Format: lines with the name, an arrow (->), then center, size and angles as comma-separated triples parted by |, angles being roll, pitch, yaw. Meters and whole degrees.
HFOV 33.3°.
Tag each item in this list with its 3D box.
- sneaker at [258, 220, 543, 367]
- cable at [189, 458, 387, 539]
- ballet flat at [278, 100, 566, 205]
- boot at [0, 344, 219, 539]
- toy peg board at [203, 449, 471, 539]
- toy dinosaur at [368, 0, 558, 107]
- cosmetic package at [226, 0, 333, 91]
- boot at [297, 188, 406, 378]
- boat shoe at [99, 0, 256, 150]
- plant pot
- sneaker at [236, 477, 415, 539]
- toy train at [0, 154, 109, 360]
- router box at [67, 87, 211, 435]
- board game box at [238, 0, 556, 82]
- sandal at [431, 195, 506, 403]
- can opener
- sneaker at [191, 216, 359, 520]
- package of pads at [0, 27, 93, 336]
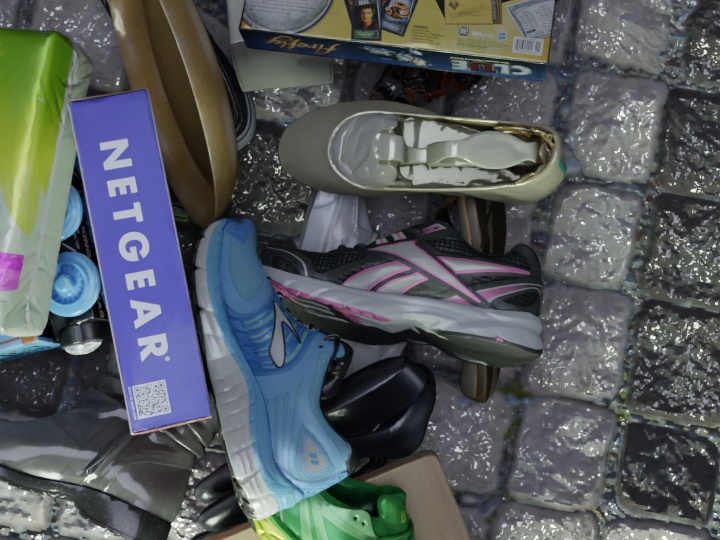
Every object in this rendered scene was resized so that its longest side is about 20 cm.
sneaker -> 0.031, 0.005, 0.823 | 0.199, 0.080, 0.087 | 13, 71, 1
cable -> -0.063, 0.188, 0.887 | 0.097, 0.050, 0.200 | 34, 76, 0
ballet flat -> 0.042, -0.082, 0.813 | 0.199, 0.069, 0.070 | 2, 86, 1
boot -> -0.203, 0.106, 0.881 | 0.199, 0.070, 0.132 | 25, 79, -6
toy peg board -> -0.009, 0.246, 0.836 | 0.198, 0.098, 0.201 | -22, 94, -3
toy dinosaur -> 0.085, -0.186, 0.873 | 0.102, 0.136, 0.200 | 28, 61, 2
cosmetic package -> -0.065, -0.243, 0.870 | 0.073, 0.104, 0.201 | -5, 78, -2
boot -> 0.000, 0.000, 0.886 | 0.095, 0.074, 0.201 | 13, 94, -6
boat shoe -> -0.148, -0.175, 0.897 | 0.069, 0.057, 0.200 | -35, 87, -3
plant pot -> -0.123, -0.127, 0.797 | 0.027, 0.200, 0.201 | -21, 86, -18
sneaker -> 0.008, 0.180, 0.749 | 0.084, 0.074, 0.200 | -42, 95, 2
toy train -> -0.245, -0.031, 0.874 | 0.114, 0.087, 0.201 | -15, 84, 6
router box -> -0.139, 0.002, 0.778 | 0.049, 0.179, 0.201 | -11, 84, -9
board game box -> 0.031, -0.203, 0.786 | 0.199, 0.035, 0.136 | 8, 79, 6
sandal -> 0.074, -0.003, 0.886 | 0.054, 0.080, 0.201 | 0, 90, 21
can opener -> -0.034, 0.120, 0.847 | 0.200, 0.063, 0.079 | -31, 118, 15
sneaker -> -0.051, 0.053, 0.745 | 0.090, 0.078, 0.201 | -12, 61, -8
package of pads -> -0.275, -0.066, 0.811 | 0.154, 0.068, 0.201 | 9, 86, 16
